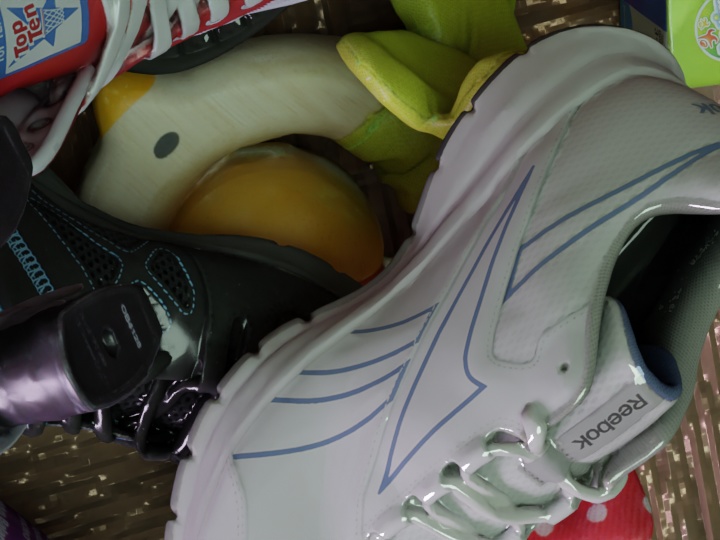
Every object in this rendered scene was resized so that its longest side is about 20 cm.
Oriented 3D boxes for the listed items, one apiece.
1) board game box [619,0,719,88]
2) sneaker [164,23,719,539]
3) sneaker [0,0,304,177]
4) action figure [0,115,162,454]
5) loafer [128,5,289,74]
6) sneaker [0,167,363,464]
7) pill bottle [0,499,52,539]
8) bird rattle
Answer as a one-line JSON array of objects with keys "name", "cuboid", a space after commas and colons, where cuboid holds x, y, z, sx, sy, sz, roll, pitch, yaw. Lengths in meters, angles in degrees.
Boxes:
[{"name": "board game box", "cuboid": [0.138, -0.158, 0.804, 0.134, 0.045, 0.201, -8, 110, -11]}, {"name": "sneaker", "cuboid": [0.026, 0.032, 0.696, 0.074, 0.087, 0.200, 35, 90, -38]}, {"name": "sneaker", "cuboid": [-0.048, -0.076, 0.668, 0.199, 0.113, 0.071, -17, 109, 0]}, {"name": "action figure", "cuboid": [-0.149, 0.035, 0.643, 0.199, 0.069, 0.130, -21, 112, 20]}, {"name": "loafer", "cuboid": [-0.017, -0.140, 0.755, 0.073, 0.071, 0.200, 33, 94, -15]}, {"name": "sneaker", "cuboid": [-0.069, 0.021, 0.741, 0.199, 0.082, 0.073, 27, 123, -9]}, {"name": "pill bottle", "cuboid": [-0.133, 0.105, 0.789, 0.112, 0.112, 0.200, -46, 112, 4]}, {"name": "bird rattle", "cuboid": [0.000, 0.000, 0.816, 0.162, 0.113, 0.201, 0, 122, -2]}]
